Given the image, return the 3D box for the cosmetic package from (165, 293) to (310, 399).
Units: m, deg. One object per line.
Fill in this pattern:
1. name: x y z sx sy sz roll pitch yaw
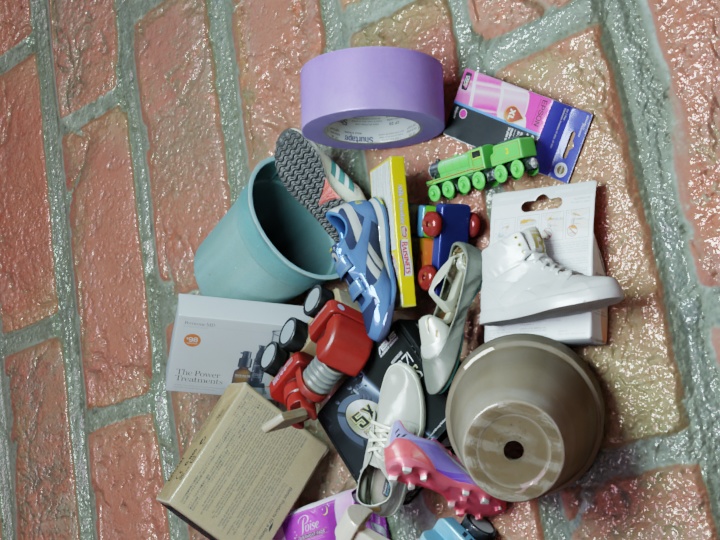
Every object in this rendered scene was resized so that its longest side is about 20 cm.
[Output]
1. cosmetic package: -0.176 0.114 1.685 0.052 0.197 0.152 -101 21 -51

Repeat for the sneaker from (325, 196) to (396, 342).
1. sneaker: 0.000 0.000 1.557 0.074 0.081 0.203 128 137 -64

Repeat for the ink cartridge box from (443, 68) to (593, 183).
1. ink cartridge box: 0.204 -0.193 1.531 0.199 0.037 0.096 28 104 36

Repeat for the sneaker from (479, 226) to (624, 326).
1. sneaker: 0.225 -0.001 1.415 0.198 0.073 0.118 -11 75 40

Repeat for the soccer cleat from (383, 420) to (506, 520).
1. soccer cleat: 0.112 0.255 1.473 0.066 0.198 0.077 -36 39 41

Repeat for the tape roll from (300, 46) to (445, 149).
1. tape roll: 0.016 -0.231 1.583 0.198 0.199 0.086 -8 79 38

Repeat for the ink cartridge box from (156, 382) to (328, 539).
1. ink cartridge box: -0.167 0.288 1.653 0.201 0.164 0.075 -57 19 -21

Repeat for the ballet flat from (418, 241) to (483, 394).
1. ballet flat: 0.106 0.057 1.488 0.067 0.063 0.202 -10 55 61

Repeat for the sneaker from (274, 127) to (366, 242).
1. sneaker: -0.047 -0.117 1.664 0.070 0.093 0.201 -40 86 18

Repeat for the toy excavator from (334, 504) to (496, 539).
1. toy excavator: 0.088 0.363 1.463 0.194 0.199 0.101 41 110 34

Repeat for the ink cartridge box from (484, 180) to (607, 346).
1. ink cartridge box: 0.238 -0.004 1.486 0.161 0.050 0.203 -6 72 40

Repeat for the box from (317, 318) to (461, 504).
1. box: 0.058 0.195 1.579 0.201 0.086 0.165 -50 57 25

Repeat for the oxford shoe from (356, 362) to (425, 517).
1. oxford shoe: 0.037 0.221 1.501 0.074 0.057 0.203 12 92 41

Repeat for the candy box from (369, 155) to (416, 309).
1. candy box: 0.044 -0.048 1.590 0.102 0.026 0.204 162 105 -71

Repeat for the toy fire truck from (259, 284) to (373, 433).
1. toy fire truck: -0.064 0.139 1.560 0.177 0.128 0.201 -50 29 25

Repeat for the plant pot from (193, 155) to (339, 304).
1. plant pot: -0.135 -0.031 1.705 0.196 0.198 0.203 -38 63 39

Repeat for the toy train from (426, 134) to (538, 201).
1. toy train: 0.157 -0.135 1.532 0.199 0.041 0.057 -12 89 51

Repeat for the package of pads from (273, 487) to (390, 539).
1. package of pads: -0.050 0.391 1.656 0.199 0.075 0.122 -27 70 35

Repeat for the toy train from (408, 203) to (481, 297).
1. toy train: 0.094 0.007 1.582 0.115 0.084 0.204 13 101 55

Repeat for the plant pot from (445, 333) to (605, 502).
1. plant pot: 0.189 0.190 1.369 0.197 0.173 0.204 2 99 12
